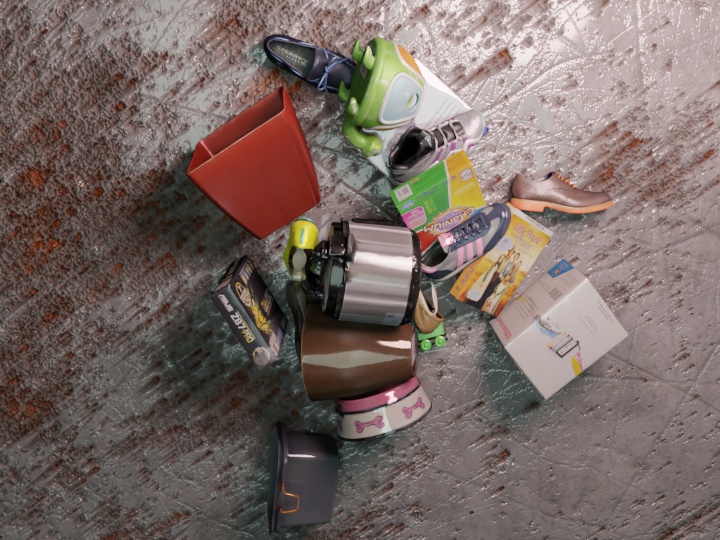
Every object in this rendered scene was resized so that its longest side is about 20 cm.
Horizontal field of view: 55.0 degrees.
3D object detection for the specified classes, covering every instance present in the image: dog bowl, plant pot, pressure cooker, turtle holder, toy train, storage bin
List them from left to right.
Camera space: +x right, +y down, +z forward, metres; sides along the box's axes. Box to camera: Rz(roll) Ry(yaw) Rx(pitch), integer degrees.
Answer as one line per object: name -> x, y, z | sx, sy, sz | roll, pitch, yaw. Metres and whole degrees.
plant pot -> -0.173, -0.180, 1.237 | 0.197, 0.201, 0.178 | -30, 116, 7
storage bin -> -0.117, 0.437, 1.430 | 0.130, 0.146, 0.206 | 3, 106, -12
pressure cooker -> 0.000, 0.002, 1.215 | 0.194, 0.179, 0.181 | 5, 111, -6
plant pot -> 0.006, 0.151, 1.302 | 0.194, 0.187, 0.192 | -1, 106, 12
dog bowl -> 0.038, 0.257, 1.351 | 0.195, 0.200, 0.076 | -17, 96, 4
turtle holder -> 0.036, -0.295, 1.189 | 0.129, 0.141, 0.191 | 14, 90, -19
toy train -> 0.080, 0.143, 1.398 | 0.194, 0.042, 0.058 | -14, 95, 3

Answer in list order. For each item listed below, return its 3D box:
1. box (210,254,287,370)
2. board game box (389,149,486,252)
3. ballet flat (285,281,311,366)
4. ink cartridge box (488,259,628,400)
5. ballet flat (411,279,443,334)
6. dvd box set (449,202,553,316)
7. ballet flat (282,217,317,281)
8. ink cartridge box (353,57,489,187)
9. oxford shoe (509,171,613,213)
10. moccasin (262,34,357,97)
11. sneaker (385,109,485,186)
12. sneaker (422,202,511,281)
box -> -0.202, 0.073, 1.290 | 0.048, 0.200, 0.164 | -27, 104, 7
board game box -> 0.154, -0.110, 1.270 | 0.151, 0.041, 0.201 | -29, 142, 6
ballet flat -> -0.109, 0.118, 1.382 | 0.045, 0.067, 0.206 | -16, 104, -28
ink cartridge box -> 0.376, 0.112, 1.336 | 0.199, 0.148, 0.145 | -40, 103, 10
ballet flat -> 0.103, 0.026, 1.339 | 0.071, 0.068, 0.204 | -26, 94, 24
dvd box set -> 0.272, -0.016, 1.324 | 0.145, 0.029, 0.203 | 21, 106, -43
ballet flat -> -0.112, -0.020, 1.273 | 0.065, 0.201, 0.069 | 5, 62, -5
ink cartridge box -> 0.112, -0.251, 1.290 | 0.198, 0.041, 0.201 | 37, 101, -10
oxford shoe -> 0.383, -0.148, 1.308 | 0.194, 0.071, 0.075 | 2, 101, -1
moccasin -> -0.084, -0.363, 1.242 | 0.195, 0.068, 0.083 | 15, 104, -7
sneaker -> 0.129, -0.224, 1.198 | 0.198, 0.140, 0.078 | -38, 73, 6
sneaker -> 0.185, -0.054, 1.259 | 0.200, 0.071, 0.081 | -43, 143, 21
